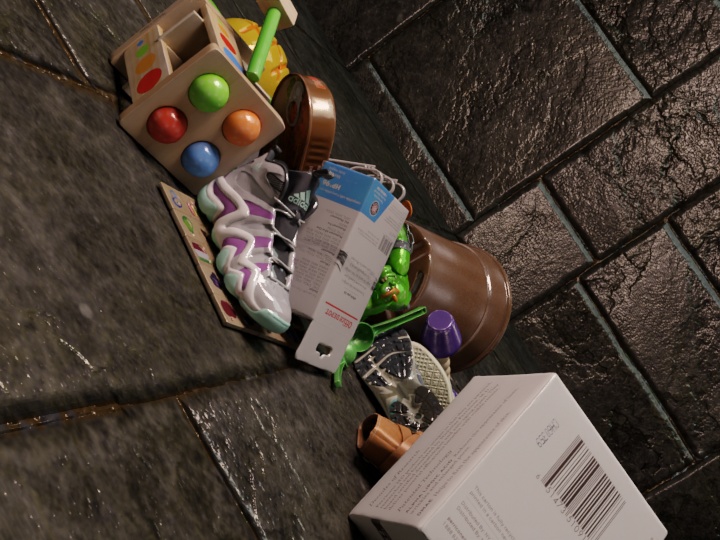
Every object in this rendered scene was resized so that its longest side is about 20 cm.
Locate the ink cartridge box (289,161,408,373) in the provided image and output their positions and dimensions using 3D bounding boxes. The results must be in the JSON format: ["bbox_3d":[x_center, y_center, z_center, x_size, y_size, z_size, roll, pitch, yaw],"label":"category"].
[{"bbox_3d":[-0.032,0.000,1.012,0.067,0.201,0.116,22,-6,25],"label":"ink cartridge box"}]

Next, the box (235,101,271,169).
[{"bbox_3d":[-0.118,-0.176,1.217,0.048,0.117,0.200,52,11,-18],"label":"box"}]

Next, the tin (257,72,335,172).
[{"bbox_3d":[-0.077,-0.117,1.039,0.042,0.201,0.112,1,28,-33],"label":"tin"}]

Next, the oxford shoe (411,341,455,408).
[{"bbox_3d":[0.098,0.179,1.239,0.201,0.075,0.058,58,8,-13],"label":"oxford shoe"}]

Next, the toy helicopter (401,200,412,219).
[{"bbox_3d":[0.003,-0.078,1.458,0.200,0.131,0.080,-150,-127,-78],"label":"toy helicopter"}]

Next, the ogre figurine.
[{"bbox_3d":[0.000,0.000,1.169,0.200,0.098,0.121,2,67,-63],"label":"ogre figurine"}]

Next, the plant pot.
[{"bbox_3d":[0.083,0.029,1.333,0.198,0.200,0.201,27,30,-52],"label":"plant pot"}]

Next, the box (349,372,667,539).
[{"bbox_3d":[0.136,0.231,0.859,0.199,0.200,0.130,53,-26,-11],"label":"box"}]

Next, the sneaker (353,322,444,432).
[{"bbox_3d":[0.047,0.152,1.153,0.087,0.077,0.201,74,-6,-48],"label":"sneaker"}]

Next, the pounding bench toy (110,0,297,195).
[{"bbox_3d":[-0.143,-0.206,0.988,0.124,0.199,0.157,45,15,-41],"label":"pounding bench toy"}]

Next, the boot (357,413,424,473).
[{"bbox_3d":[0.064,0.211,1.024,0.154,0.074,0.200,30,-17,0],"label":"boot"}]

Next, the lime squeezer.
[{"bbox_3d":[0.002,0.093,1.118,0.200,0.070,0.038,-35,130,-50],"label":"lime squeezer"}]

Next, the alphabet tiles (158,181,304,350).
[{"bbox_3d":[-0.124,0.003,0.978,0.168,0.008,0.200,61,12,23],"label":"alphabet tiles"}]

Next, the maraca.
[{"bbox_3d":[-0.178,-0.321,1.387,0.200,0.107,0.138,47,15,-35],"label":"maraca"}]

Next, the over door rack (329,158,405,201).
[{"bbox_3d":[-0.041,-0.147,1.459,0.199,0.067,0.148,22,2,17],"label":"over door rack"}]

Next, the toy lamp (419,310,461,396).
[{"bbox_3d":[0.109,0.128,1.277,0.201,0.058,0.058,84,-14,-48],"label":"toy lamp"}]

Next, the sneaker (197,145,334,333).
[{"bbox_3d":[-0.077,-0.047,0.932,0.078,0.139,0.201,38,20,-56],"label":"sneaker"}]
